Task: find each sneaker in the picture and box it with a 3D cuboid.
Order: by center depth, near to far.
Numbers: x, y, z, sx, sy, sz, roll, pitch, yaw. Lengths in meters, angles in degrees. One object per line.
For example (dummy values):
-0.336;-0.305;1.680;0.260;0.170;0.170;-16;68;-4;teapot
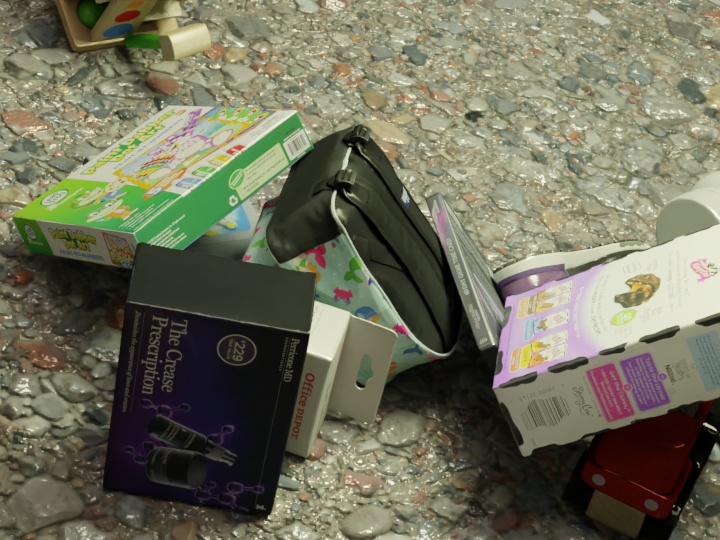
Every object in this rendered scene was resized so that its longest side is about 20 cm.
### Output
0.210;0.027;1.658;0.200;0.076;0.088;-9;76;-40;sneaker

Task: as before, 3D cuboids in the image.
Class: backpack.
0.000;0.000;1.532;0.200;0.150;0.178;48;29;-22;backpack

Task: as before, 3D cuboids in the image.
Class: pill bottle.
0.397;-0.055;1.758;0.200;0.113;0.113;-21;50;-36;pill bottle

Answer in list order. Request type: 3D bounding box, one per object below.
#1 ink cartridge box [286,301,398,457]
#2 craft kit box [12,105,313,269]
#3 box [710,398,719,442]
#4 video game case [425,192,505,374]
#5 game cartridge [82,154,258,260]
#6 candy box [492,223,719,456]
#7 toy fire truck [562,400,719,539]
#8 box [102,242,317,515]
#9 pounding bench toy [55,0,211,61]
-0.080;0.078;1.454;0.200;0.117;0.067;17;38;5;ink cartridge box
-0.175;-0.077;1.546;0.200;0.049;0.197;-40;27;-31;craft kit box
0.390;0.055;1.555;0.124;0.200;0.149;3;41;-12;box
0.116;0.040;1.555;0.019;0.143;0.200;-27;43;11;video game case
-0.167;-0.049;1.647;0.133;0.041;0.200;-7;43;-29;game cartridge
0.216;0.054;1.422;0.200;0.072;0.168;-19;21;18;candy box
0.273;0.110;1.455;0.128;0.200;0.176;25;40;14;toy fire truck
-0.119;0.087;1.366;0.141;0.200;0.079;8;39;-6;box
-0.235;-0.283;1.832;0.124;0.156;0.200;-13;77;-30;pounding bench toy
